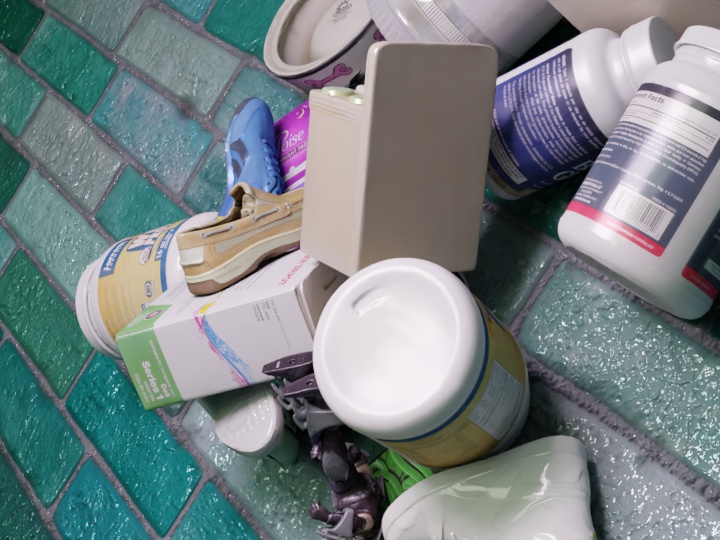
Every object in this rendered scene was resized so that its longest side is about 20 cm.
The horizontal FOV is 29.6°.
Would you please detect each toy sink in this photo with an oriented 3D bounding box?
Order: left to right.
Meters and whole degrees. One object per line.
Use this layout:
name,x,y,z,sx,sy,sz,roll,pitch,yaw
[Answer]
toy sink,0.030,-0.107,1.212,0.112,0.129,0.203,27,117,55
toy sink,0.279,-0.277,1.207,0.199,0.130,0.113,0,66,48

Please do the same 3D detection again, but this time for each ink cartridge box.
ink cartridge box,-0.109,0.049,1.302,0.198,0.085,0.145,-15,15,23

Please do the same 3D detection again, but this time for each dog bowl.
dog bowl,-0.014,-0.278,1.546,0.199,0.074,0.202,-30,39,27

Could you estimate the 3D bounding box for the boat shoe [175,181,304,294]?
boat shoe,-0.099,-0.052,1.325,0.071,0.077,0.200,-7,20,41

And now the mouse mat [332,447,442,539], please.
mouse mat,0.052,0.235,1.233,0.161,0.007,0.201,-44,41,19

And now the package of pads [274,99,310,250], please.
package of pads,-0.050,-0.087,1.485,0.120,0.075,0.202,-29,48,27

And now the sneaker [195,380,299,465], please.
sneaker,-0.089,0.153,1.339,0.074,0.118,0.200,-51,24,-4

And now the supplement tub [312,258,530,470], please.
supplement tub,0.059,0.085,1.141,0.143,0.200,0.147,-7,70,20

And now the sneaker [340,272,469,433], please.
sneaker,0.017,0.073,1.285,0.076,0.087,0.201,40,102,9

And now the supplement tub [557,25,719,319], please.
supplement tub,0.262,-0.077,1.093,0.140,0.140,0.201,33,92,51

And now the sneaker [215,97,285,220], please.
sneaker,-0.103,-0.093,1.443,0.078,0.066,0.203,-9,62,33

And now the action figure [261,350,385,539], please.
action figure,-0.022,0.171,1.216,0.069,0.202,0.130,-19,24,0

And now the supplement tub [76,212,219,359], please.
supplement tub,-0.209,0.025,1.520,0.199,0.144,0.146,-14,57,41

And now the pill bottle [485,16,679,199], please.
pill bottle,0.196,-0.149,1.231,0.199,0.111,0.112,-24,51,36

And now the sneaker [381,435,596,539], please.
sneaker,0.102,0.224,1.125,0.199,0.074,0.117,-29,45,26

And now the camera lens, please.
camera lens,0.124,-0.288,1.354,0.200,0.159,0.161,-42,43,20
